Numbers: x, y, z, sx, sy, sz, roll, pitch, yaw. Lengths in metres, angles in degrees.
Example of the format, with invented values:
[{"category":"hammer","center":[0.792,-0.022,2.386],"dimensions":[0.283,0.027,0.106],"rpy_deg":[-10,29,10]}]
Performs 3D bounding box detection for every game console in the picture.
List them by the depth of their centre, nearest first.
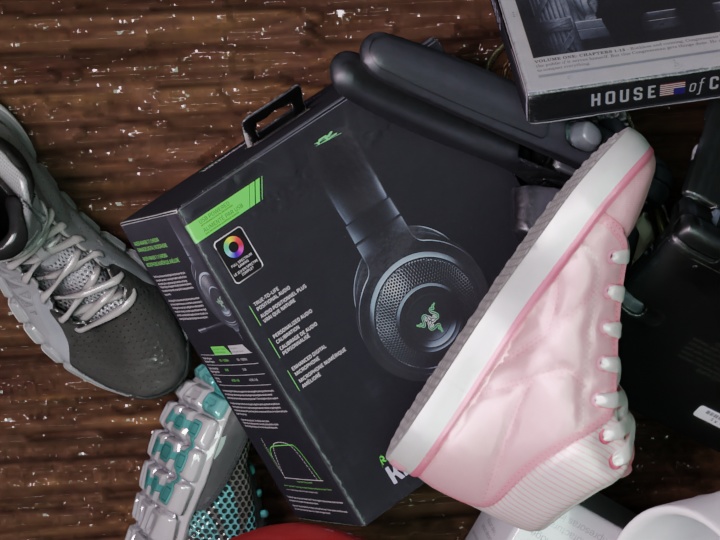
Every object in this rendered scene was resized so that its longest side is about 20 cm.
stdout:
[{"category":"game console","center":[0.226,0.002,1.193],"dimensions":[0.199,0.117,0.176],"rpy_deg":[26,128,-17]}]

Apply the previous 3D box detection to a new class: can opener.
[{"category":"can opener","center":[0.074,-0.067,1.148],"dimensions":[0.200,0.063,0.079],"rpy_deg":[29,52,-31]}]

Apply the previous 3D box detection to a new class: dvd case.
[{"category":"dvd case","center":[0.137,-0.154,1.172],"dimensions":[0.150,0.200,0.025],"rpy_deg":[-9,135,-3]}]

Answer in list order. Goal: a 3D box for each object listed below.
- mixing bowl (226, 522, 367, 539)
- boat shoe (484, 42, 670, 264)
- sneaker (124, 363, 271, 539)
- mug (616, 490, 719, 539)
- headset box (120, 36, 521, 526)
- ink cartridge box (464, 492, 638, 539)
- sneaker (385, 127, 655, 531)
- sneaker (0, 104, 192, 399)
[{"category":"mixing bowl","center":[-0.025,0.203,1.182],"dimensions":[0.200,0.200,0.108],"rpy_deg":[50,52,-10]},{"category":"boat shoe","center":[0.131,-0.036,1.244],"dimensions":[0.072,0.068,0.200],"rpy_deg":[-30,99,3]},{"category":"sneaker","center":[-0.077,0.142,1.267],"dimensions":[0.091,0.078,0.201],"rpy_deg":[14,102,-23]},{"category":"mug","center":[0.231,0.150,1.151],"dimensions":[0.175,0.147,0.201],"rpy_deg":[-7,104,-30]},{"category":"headset box","center":[0.000,0.000,1.201],"dimensions":[0.174,0.093,0.200],"rpy_deg":[-34,100,-22]},{"category":"ink cartridge box","center":[0.103,0.225,1.276],"dimensions":[0.145,0.084,0.200],"rpy_deg":[29,96,-9]},{"category":"sneaker","center":[0.106,0.036,1.118],"dimensions":[0.104,0.075,0.201],"rpy_deg":[33,101,0]},{"category":"sneaker","center":[-0.165,-0.002,1.205],"dimensions":[0.075,0.116,0.200],"rpy_deg":[-41,99,3]}]
